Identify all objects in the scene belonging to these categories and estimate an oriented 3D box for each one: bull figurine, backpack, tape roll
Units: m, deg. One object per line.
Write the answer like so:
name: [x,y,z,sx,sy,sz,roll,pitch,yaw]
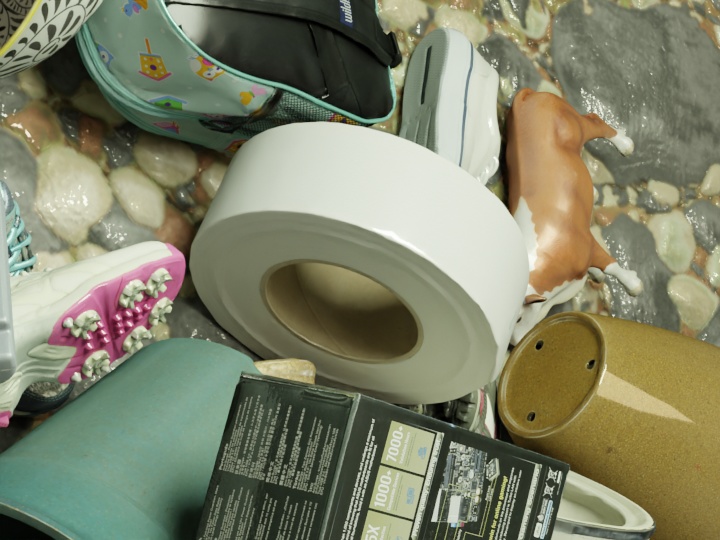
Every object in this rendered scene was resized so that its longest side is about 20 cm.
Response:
bull figurine: [0.147,-0.037,1.371,0.121,0.065,0.200,19,67,-39]
backpack: [-0.090,-0.168,1.149,0.200,0.153,0.176,17,64,-51]
tape roll: [0.000,0.000,1.140,0.202,0.202,0.071,39,54,-25]

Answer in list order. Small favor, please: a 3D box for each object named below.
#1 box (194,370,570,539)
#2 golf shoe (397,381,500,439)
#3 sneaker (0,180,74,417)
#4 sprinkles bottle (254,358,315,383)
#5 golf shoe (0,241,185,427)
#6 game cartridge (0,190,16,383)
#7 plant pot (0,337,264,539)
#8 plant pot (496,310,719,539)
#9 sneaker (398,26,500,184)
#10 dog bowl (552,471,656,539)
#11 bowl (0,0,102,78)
box: [0.000,0.167,0.899,0.164,0.086,0.200,21,80,-44]
golf shoe: [0.065,0.141,1.235,0.088,0.077,0.200,20,73,-59]
sneaker: [-0.219,-0.006,1.033,0.078,0.086,0.200,-42,104,-40]
sprinkles bottle: [-0.046,0.157,1.139,0.068,0.068,0.200,1,75,-40]
golf shoe: [-0.185,0.025,0.984,0.200,0.075,0.092,-31,60,-32]
game cartridge: [-0.276,0.009,0.930,0.200,0.042,0.133,-6,45,-8]
plant pot: [-0.122,0.148,1.006,0.200,0.200,0.196,57,41,-11]
plant pot: [0.192,0.111,1.263,0.200,0.186,0.186,35,56,-34]
sneaker: [0.065,-0.079,1.307,0.071,0.073,0.200,28,59,-27]
dog bowl: [0.067,0.149,1.091,0.200,0.200,0.074,14,95,-37]
bowl: [-0.199,-0.188,1.051,0.094,0.201,0.201,13,67,-52]
